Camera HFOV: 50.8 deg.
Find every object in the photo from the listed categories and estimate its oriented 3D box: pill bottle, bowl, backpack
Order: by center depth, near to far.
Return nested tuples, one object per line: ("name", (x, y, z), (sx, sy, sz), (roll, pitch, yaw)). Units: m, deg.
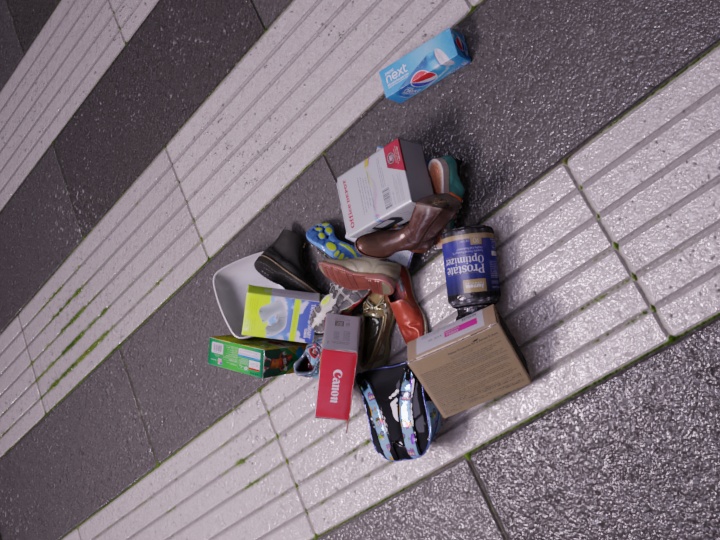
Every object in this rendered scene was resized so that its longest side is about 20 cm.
("pill bottle", (0.230, 0.015, 1.559), (0.111, 0.111, 0.203), (-11, 82, 37))
("backpack", (0.100, 0.302, 1.636), (0.181, 0.134, 0.203), (-18, 77, 35))
("bowl", (-0.260, 0.066, 1.920), (0.197, 0.075, 0.202), (-21, 74, -9))

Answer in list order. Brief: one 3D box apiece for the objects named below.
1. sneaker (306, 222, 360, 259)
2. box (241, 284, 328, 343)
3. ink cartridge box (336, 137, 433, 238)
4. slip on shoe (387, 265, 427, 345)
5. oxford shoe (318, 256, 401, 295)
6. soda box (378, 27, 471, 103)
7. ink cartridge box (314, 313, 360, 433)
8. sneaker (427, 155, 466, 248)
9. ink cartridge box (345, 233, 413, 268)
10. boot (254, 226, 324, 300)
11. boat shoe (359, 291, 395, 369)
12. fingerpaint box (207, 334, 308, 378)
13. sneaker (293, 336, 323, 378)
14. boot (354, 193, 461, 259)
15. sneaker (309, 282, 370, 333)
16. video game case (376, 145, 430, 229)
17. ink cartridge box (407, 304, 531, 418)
("sneaker", (-0.065, -0.046, 1.808), (0.199, 0.070, 0.083), (41, 156, 39))
("box", (-0.179, 0.107, 1.818), (0.048, 0.197, 0.123), (-97, 17, -62))
("ink cartridge box", (0.052, -0.171, 1.631), (0.199, 0.082, 0.148), (-27, 68, 42))
("slip on shoe", (0.096, 0.081, 1.694), (0.074, 0.061, 0.203), (-23, 76, 33))
("oxford shoe", (0.000, 0.000, 1.693), (0.198, 0.071, 0.074), (15, 57, 25))
("soda box", (0.141, -0.449, 1.673), (0.199, 0.064, 0.069), (-24, 74, 35))
("ink cartridge box", (-0.052, 0.230, 1.691), (0.083, 0.176, 0.202), (6, 121, -1))
("sneaker", (0.191, -0.146, 1.624), (0.071, 0.079, 0.203), (31, 130, 51))
("ink cartridge box", (0.073, -0.131, 1.730), (0.199, 0.040, 0.202), (27, 105, 35))
("boot", (-0.145, -0.012, 1.881), (0.199, 0.139, 0.077), (37, 147, -5))
("boat shoe", (0.033, 0.125, 1.739), (0.073, 0.063, 0.204), (9, 93, 38))
("fingerpaint box", (-0.254, 0.210, 1.894), (0.198, 0.166, 0.075), (7, 95, 37))
("sneaker", (-0.084, 0.199, 1.807), (0.200, 0.095, 0.080), (-46, 64, 28))
("boot", (0.094, -0.094, 1.551), (0.200, 0.184, 0.065), (121, 139, -64))
("sneaker", (-0.037, 0.069, 1.771), (0.200, 0.085, 0.077), (-42, 69, 21))
("video game case", (0.071, -0.165, 1.696), (0.142, 0.018, 0.203), (21, 101, 35))
("ink cartridge box", (0.215, 0.183, 1.506), (0.198, 0.075, 0.166), (-25, 115, 16))
